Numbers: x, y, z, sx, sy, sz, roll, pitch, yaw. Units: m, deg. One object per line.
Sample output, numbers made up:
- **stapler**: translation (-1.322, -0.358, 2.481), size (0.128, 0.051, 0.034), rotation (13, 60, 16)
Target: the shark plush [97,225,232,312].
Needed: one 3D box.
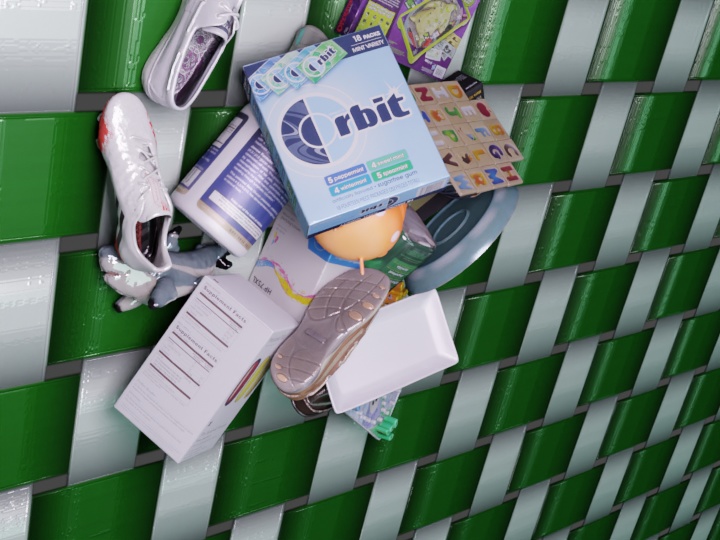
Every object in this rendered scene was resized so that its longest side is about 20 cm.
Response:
- **shark plush**: translation (-0.213, -0.013, 1.339), size (0.199, 0.091, 0.084), rotation (-19, 99, -29)

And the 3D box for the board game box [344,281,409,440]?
- **board game box**: translation (0.043, 0.134, 1.648), size (0.201, 0.026, 0.200), rotation (-67, 154, -15)

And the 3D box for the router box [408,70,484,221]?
- **router box**: translation (0.088, -0.156, 1.545), size (0.200, 0.052, 0.158), rotation (-36, 137, -22)

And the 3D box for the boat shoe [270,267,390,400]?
- **boat shoe**: translation (-0.036, 0.078, 1.389), size (0.200, 0.076, 0.072), rotation (-45, 155, -20)

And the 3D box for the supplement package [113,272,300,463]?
- **supplement package**: translation (-0.184, 0.115, 1.371), size (0.200, 0.109, 0.114), rotation (-54, 169, 11)

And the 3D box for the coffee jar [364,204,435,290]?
- **coffee jar**: translation (0.000, 0.000, 1.490), size (0.085, 0.105, 0.200), rotation (17, 124, -48)

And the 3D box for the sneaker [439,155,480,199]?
- **sneaker**: translation (0.122, -0.127, 1.471), size (0.200, 0.078, 0.080), rotation (-32, 140, -48)

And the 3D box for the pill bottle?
- **pill bottle**: translation (-0.119, -0.124, 1.316), size (0.200, 0.111, 0.111), rotation (-51, 140, -5)

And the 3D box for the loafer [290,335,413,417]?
- **loafer**: translation (-0.008, 0.124, 1.503), size (0.200, 0.071, 0.073), rotation (-34, 97, -24)

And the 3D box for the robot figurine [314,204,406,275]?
- **robot figurine**: translation (0.002, -0.093, 1.343), size (0.116, 0.201, 0.144), rotation (19, 139, -10)

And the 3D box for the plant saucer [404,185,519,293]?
- **plant saucer**: translation (0.127, -0.051, 1.509), size (0.027, 0.200, 0.200), rotation (45, 80, -16)

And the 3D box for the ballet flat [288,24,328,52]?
- **ballet flat**: translation (-0.023, -0.228, 1.382), size (0.200, 0.067, 0.064), rotation (44, 53, -53)

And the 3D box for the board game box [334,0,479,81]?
- **board game box**: translation (0.063, -0.323, 1.424), size (0.199, 0.032, 0.121), rotation (13, 111, -49)

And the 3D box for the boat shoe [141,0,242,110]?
- **boat shoe**: translation (-0.163, -0.263, 1.208), size (0.201, 0.068, 0.072), rotation (-55, 140, 0)

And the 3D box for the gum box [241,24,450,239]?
- **gum box**: translation (-0.018, -0.157, 1.250), size (0.169, 0.201, 0.045), rotation (-19, 164, -13)

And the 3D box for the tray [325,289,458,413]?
- **tray**: translation (0.031, 0.103, 1.472), size (0.199, 0.022, 0.108), rotation (-20, 95, -29)

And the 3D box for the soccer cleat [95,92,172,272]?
- **soccer cleat**: translation (-0.238, -0.092, 1.226), size (0.068, 0.085, 0.201), rotation (-16, 115, -36)

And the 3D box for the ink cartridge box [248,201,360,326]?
- **ink cartridge box**: translation (-0.080, 0.022, 1.451), size (0.067, 0.116, 0.201), rotation (12, 107, -48)

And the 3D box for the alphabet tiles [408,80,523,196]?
- **alphabet tiles**: translation (0.124, -0.170, 1.426), size (0.199, 0.167, 0.006), rotation (-14, 158, -47)
